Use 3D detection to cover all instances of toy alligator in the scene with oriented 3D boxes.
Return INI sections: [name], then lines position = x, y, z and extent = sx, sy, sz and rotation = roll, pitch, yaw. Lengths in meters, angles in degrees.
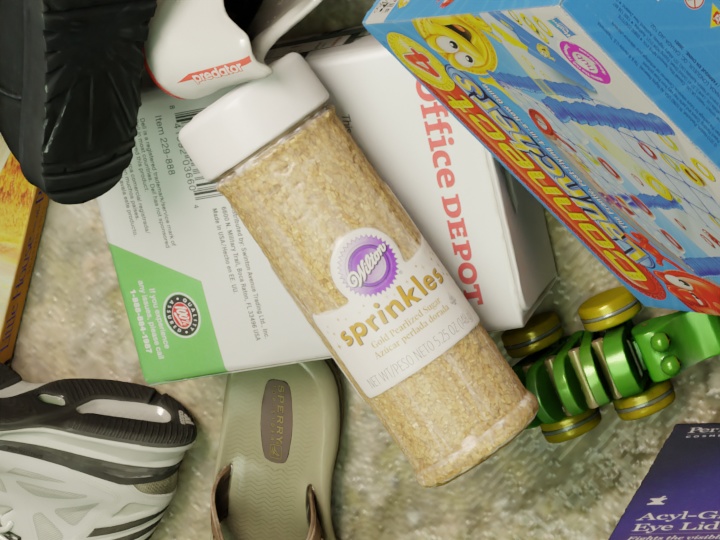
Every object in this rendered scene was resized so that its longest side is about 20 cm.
[toy alligator]
position = 0.132, 0.041, 1.316
extent = 0.200, 0.054, 0.059
rotation = -19, 100, 22

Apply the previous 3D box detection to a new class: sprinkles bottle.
[sprinkles bottle]
position = 0.000, 0.000, 1.247
extent = 0.068, 0.068, 0.200
rotation = -33, 95, 23

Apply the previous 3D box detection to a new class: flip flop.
[flip flop]
position = -0.044, 0.132, 1.397
extent = 0.081, 0.058, 0.201
rotation = 7, 108, 15

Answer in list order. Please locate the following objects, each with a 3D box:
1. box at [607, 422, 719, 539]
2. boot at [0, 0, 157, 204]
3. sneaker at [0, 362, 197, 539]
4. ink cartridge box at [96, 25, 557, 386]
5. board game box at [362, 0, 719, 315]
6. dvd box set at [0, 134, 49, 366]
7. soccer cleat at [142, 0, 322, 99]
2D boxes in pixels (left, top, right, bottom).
[box]
position = 0.198, 0.146, 1.248
extent = 0.148, 0.200, 0.105
rotation = -3, 105, 17
[boot]
position = -0.159, -0.140, 1.214
extent = 0.162, 0.073, 0.199
rotation = 38, 131, 36
[sneaker]
position = -0.192, 0.108, 1.404
extent = 0.200, 0.076, 0.116
rotation = 12, 116, -13
[ink cartridge box]
position = -0.018, -0.037, 1.324
extent = 0.199, 0.084, 0.146
rotation = -8, 104, 19
[board game box]
position = 0.120, -0.062, 1.168
extent = 0.200, 0.196, 0.056
rotation = 43, 76, -18
[dvd box set]
position = -0.238, -0.028, 1.425
extent = 0.146, 0.029, 0.201
rotation = 21, 111, 10
[soccer cleat]
position = -0.033, -0.159, 1.246
extent = 0.085, 0.200, 0.069
rotation = 1, 142, 43
